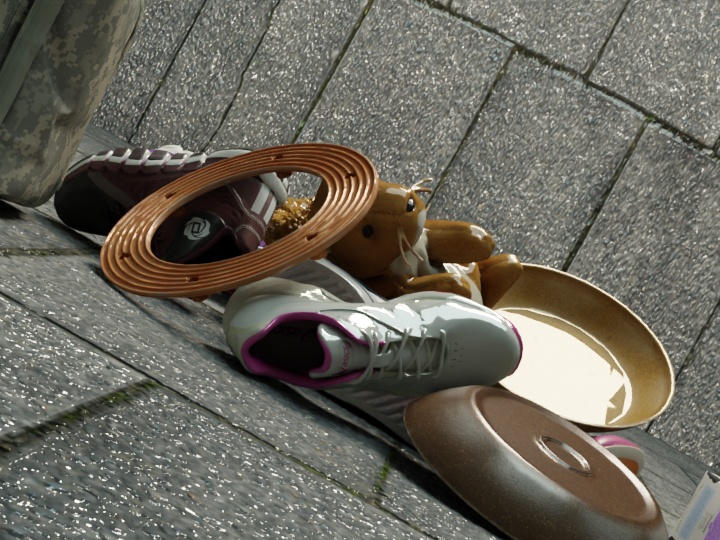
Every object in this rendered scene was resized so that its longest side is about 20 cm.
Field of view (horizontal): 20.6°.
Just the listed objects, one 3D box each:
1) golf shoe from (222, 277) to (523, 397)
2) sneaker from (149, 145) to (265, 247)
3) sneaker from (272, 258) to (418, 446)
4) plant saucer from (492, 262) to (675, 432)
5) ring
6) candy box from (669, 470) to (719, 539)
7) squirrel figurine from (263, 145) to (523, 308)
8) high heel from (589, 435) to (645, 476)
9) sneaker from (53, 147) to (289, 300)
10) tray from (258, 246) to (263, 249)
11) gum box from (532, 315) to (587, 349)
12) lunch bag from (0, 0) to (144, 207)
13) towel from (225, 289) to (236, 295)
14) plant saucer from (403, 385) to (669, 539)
[{"bbox_3d":[0.008,0.054,1.286,0.199,0.076,0.092,4,14,-2],"label":"golf shoe"},{"bbox_3d":[-0.145,-0.054,1.802,0.200,0.081,0.083,23,17,31],"label":"sneaker"},{"bbox_3d":[0.012,0.061,1.397,0.200,0.079,0.079,41,13,13],"label":"sneaker"},{"bbox_3d":[0.161,0.071,1.637,0.200,0.036,0.200,16,36,-12],"label":"plant saucer"},{"bbox_3d":[-0.082,-0.032,1.362,0.200,0.200,0.019,32,-33,57],"label":"ring"},{"bbox_3d":[0.355,0.247,1.567,0.167,0.072,0.200,28,3,-12],"label":"candy box"},{"bbox_3d":[0.000,0.000,1.485,0.200,0.142,0.187,0,-35,37],"label":"squirrel figurine"},{"bbox_3d":[0.174,0.145,1.538,0.096,0.067,0.200,41,2,24],"label":"high heel"},{"bbox_3d":[-0.157,-0.030,1.473,0.199,0.116,0.076,-6,-43,27],"label":"sneaker"},{"bbox_3d":[-0.029,0.018,1.663,0.199,0.022,0.107,15,-15,-9],"label":"tray"},{"bbox_3d":[0.113,0.079,1.797,0.170,0.045,0.200,29,-21,12],"label":"gum box"},{"bbox_3d":[-0.242,-0.149,1.399,0.139,0.200,0.168,28,1,-13],"label":"lunch bag"},{"bbox_3d":[-0.094,0.017,1.779,0.200,0.023,0.144,31,4,38],"label":"towel"},{"bbox_3d":[0.120,0.128,1.246,0.200,0.037,0.200,30,14,-8],"label":"plant saucer"}]
